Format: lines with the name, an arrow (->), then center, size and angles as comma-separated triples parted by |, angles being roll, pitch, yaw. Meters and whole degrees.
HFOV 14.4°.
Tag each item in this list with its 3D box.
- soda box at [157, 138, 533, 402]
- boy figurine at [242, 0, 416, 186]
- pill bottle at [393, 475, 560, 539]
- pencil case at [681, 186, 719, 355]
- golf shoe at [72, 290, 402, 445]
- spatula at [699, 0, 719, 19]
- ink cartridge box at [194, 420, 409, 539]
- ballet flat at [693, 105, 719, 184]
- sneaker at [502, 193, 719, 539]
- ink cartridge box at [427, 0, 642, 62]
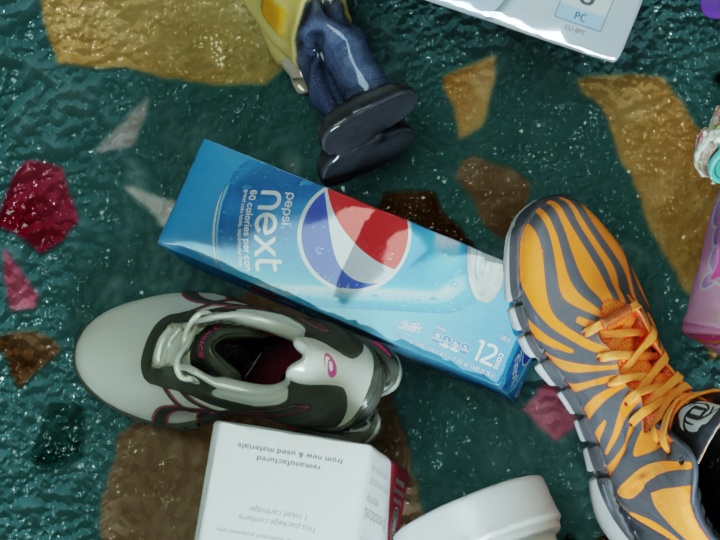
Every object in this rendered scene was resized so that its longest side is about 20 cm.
soda box -> 0.000, 0.000, 1.508 | 0.200, 0.068, 0.064 | 22, 85, 13
boy figurine -> -0.040, -0.148, 1.516 | 0.064, 0.124, 0.200 | -26, 69, -14
pill bottle -> 0.091, 0.210, 1.430 | 0.113, 0.113, 0.200 | -24, 77, 5
pencil case -> 0.228, -0.043, 1.466 | 0.087, 0.087, 0.200 | 15, 83, 13
golf shoe -> -0.077, 0.041, 1.490 | 0.200, 0.088, 0.077 | 5, 74, 32
spatula -> 0.141, -0.161, 1.504 | 0.200, 0.021, 0.057 | 5, 95, 31
ink cartridge box -> -0.038, 0.186, 1.441 | 0.083, 0.147, 0.200 | 8, 82, 10
ballet flat -> 0.248, -0.093, 1.405 | 0.200, 0.076, 0.064 | -15, 58, -12
sneaker -> 0.147, 0.052, 1.421 | 0.078, 0.112, 0.200 | -30, 101, -25
ink cartridge box -> 0.089, -0.223, 1.441 | 0.160, 0.047, 0.200 | 18, 110, -7
